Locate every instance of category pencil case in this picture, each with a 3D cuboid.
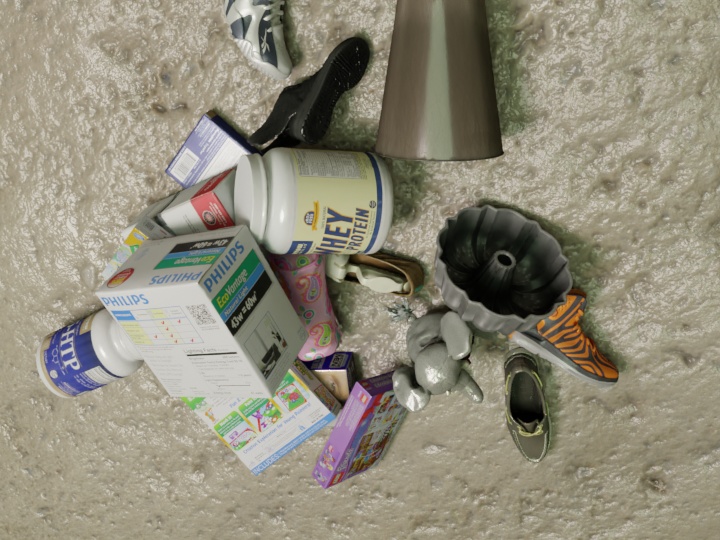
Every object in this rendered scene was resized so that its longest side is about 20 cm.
[{"bbox_3d":[-0.081,0.047,1.154,0.086,0.088,0.202,-2,130,12],"label":"pencil case"}]

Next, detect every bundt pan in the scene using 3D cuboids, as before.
[{"bbox_3d":[0.191,0.008,1.058,0.200,0.203,0.076,21,139,2],"label":"bundt pan"}]

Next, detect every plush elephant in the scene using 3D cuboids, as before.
[{"bbox_3d":[0.127,0.134,1.112,0.199,0.155,0.165,30,115,-22],"label":"plush elephant"}]

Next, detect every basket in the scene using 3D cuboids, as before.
[{"bbox_3d":[0.106,-0.257,0.993,0.178,0.136,0.202,5,110,15],"label":"basket"}]

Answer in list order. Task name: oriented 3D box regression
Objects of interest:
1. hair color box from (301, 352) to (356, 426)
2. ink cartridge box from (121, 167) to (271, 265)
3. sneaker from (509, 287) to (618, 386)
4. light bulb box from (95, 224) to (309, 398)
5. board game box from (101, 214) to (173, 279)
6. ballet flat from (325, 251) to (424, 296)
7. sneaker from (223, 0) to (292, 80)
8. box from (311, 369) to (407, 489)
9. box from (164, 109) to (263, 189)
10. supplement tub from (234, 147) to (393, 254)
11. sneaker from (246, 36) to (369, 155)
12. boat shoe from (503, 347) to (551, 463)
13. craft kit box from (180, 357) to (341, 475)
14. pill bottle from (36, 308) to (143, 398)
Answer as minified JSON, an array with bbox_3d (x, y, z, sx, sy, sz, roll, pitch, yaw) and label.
[{"bbox_3d":[-0.107,0.200,1.263,0.197,0.065,0.111,-3,111,11],"label":"hair color box"},{"bbox_3d":[-0.242,-0.049,1.147,0.198,0.084,0.145,-17,116,30],"label":"ink cartridge box"},{"bbox_3d":[0.324,0.092,1.122,0.198,0.078,0.113,27,101,-15],"label":"sneaker"},{"bbox_3d":[-0.211,0.061,1.022,0.196,0.125,0.201,-5,126,32],"label":"light bulb box"},{"bbox_3d":[-0.279,0.024,1.135,0.199,0.034,0.134,39,131,-12],"label":"board game box"},{"bbox_3d":[0.000,0.000,1.151,0.198,0.072,0.068,18,115,4],"label":"ballet flat"},{"bbox_3d":[-0.118,-0.371,1.015,0.129,0.079,0.201,-23,96,28],"label":"sneaker"},{"bbox_3d":[0.011,0.255,1.223,0.039,0.136,0.201,40,119,30],"label":"box"},{"bbox_3d":[-0.189,-0.134,1.156,0.200,0.032,0.121,41,115,-6],"label":"box"},{"bbox_3d":[-0.067,-0.096,1.048,0.198,0.145,0.147,-1,116,-21],"label":"supplement tub"},{"bbox_3d":[-0.074,-0.247,1.062,0.060,0.104,0.201,35,83,-43],"label":"sneaker"},{"bbox_3d":[0.265,0.227,1.198,0.071,0.060,0.204,-7,111,14],"label":"boat shoe"},{"bbox_3d":[-0.167,0.210,1.223,0.199,0.049,0.198,-38,102,23],"label":"craft kit box"},{"bbox_3d":[-0.434,0.130,1.269,0.198,0.120,0.121,-23,106,19],"label":"pill bottle"}]
